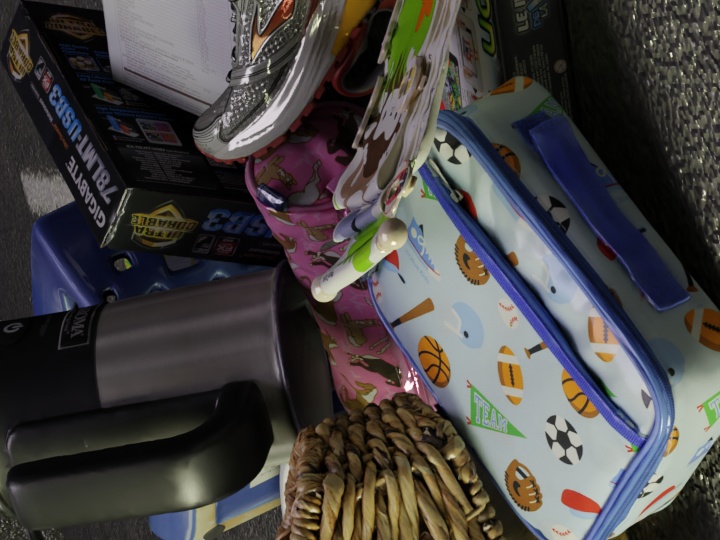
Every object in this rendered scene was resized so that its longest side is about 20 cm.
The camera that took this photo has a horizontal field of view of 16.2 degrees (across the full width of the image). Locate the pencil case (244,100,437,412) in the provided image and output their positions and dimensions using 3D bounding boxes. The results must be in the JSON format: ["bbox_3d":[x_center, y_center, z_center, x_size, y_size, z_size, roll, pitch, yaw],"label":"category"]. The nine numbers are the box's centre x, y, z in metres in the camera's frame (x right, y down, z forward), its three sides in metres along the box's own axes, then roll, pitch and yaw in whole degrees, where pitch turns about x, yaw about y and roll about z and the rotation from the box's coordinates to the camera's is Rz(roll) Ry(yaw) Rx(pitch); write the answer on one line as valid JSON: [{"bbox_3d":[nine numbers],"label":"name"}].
[{"bbox_3d":[0.000,0.000,1.404,0.200,0.082,0.087,69,-149,-46],"label":"pencil case"}]

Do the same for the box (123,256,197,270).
[{"bbox_3d":[-0.103,-0.068,1.690,0.200,0.117,0.049,96,151,-53],"label":"box"}]

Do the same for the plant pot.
[{"bbox_3d":[-0.085,0.048,1.621,0.180,0.199,0.200,56,159,27],"label":"plant pot"}]

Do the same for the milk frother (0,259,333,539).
[{"bbox_3d":[-0.108,0.119,1.441,0.181,0.187,0.201,-88,-17,-47],"label":"milk frother"}]

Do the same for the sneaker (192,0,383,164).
[{"bbox_3d":[-0.039,-0.142,1.313,0.200,0.082,0.078,-57,11,30],"label":"sneaker"}]

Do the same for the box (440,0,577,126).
[{"bbox_3d":[0.058,-0.143,1.205,0.110,0.035,0.201,-136,33,-60],"label":"box"}]

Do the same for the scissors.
[{"bbox_3d":[0.014,-0.175,1.343,0.014,0.073,0.201,-105,33,-48],"label":"scissors"}]

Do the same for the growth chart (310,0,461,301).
[{"bbox_3d":[0.017,-0.080,1.145,0.145,0.018,0.201,135,150,-66],"label":"growth chart"}]

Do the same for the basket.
[{"bbox_3d":[-0.012,0.149,1.237,0.200,0.148,0.143,120,125,-82],"label":"basket"}]

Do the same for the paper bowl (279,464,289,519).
[{"bbox_3d":[0.031,0.182,1.508,0.201,0.104,0.202,163,90,-75],"label":"paper bowl"}]

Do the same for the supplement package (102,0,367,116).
[{"bbox_3d":[-0.073,-0.195,1.398,0.113,0.110,0.201,24,137,28],"label":"supplement package"}]

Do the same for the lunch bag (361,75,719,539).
[{"bbox_3d":[0.082,0.016,1.144,0.200,0.075,0.161,53,148,21],"label":"lunch bag"}]

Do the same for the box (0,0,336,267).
[{"bbox_3d":[-0.091,-0.079,1.494,0.199,0.199,0.050,55,129,44],"label":"box"}]

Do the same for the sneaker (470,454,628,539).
[{"bbox_3d":[0.096,0.155,1.331,0.200,0.075,0.085,-119,15,-59],"label":"sneaker"}]
